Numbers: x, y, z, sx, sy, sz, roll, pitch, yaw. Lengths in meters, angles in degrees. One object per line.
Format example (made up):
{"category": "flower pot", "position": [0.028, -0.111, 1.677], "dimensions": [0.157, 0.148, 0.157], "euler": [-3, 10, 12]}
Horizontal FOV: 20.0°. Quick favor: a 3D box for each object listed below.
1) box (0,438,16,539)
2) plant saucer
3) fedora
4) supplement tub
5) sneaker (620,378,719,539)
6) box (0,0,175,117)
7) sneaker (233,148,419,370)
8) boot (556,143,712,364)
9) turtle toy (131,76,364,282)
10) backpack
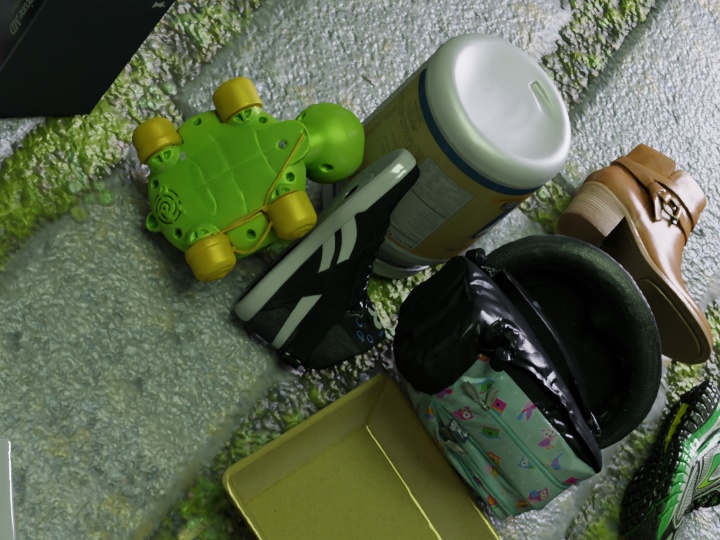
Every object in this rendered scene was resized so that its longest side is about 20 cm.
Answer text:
{"category": "box", "position": [-0.333, 0.230, 1.343], "dimensions": [0.170, 0.200, 0.201], "euler": [6, 63, -30]}
{"category": "plant saucer", "position": [0.001, 0.212, 1.652], "dimensions": [0.199, 0.048, 0.201], "euler": [-29, 83, -39]}
{"category": "fedora", "position": [0.174, 0.058, 1.794], "dimensions": [0.201, 0.201, 0.092], "euler": [44, 18, -3]}
{"category": "supplement tub", "position": [0.070, -0.094, 1.753], "dimensions": [0.144, 0.200, 0.146], "euler": [20, 52, -27]}
{"category": "sneaker", "position": [0.300, 0.187, 1.829], "dimensions": [0.085, 0.078, 0.200], "euler": [42, 51, -6]}
{"category": "box", "position": [-0.258, -0.256, 1.650], "dimensions": [0.122, 0.200, 0.200], "euler": [-7, 68, -34]}
{"category": "sneaker", "position": [0.000, 0.000, 1.696], "dimensions": [0.112, 0.200, 0.073], "euler": [44, 16, -10]}
{"category": "boot", "position": [0.288, -0.019, 1.946], "dimensions": [0.200, 0.077, 0.155], "euler": [44, 47, 6]}
{"category": "turtle toy", "position": [-0.088, -0.079, 1.700], "dimensions": [0.199, 0.101, 0.147], "euler": [-26, 78, 0]}
{"category": "backpack", "position": [0.113, 0.105, 1.696], "dimensions": [0.200, 0.126, 0.167], "euler": [52, 20, -21]}
